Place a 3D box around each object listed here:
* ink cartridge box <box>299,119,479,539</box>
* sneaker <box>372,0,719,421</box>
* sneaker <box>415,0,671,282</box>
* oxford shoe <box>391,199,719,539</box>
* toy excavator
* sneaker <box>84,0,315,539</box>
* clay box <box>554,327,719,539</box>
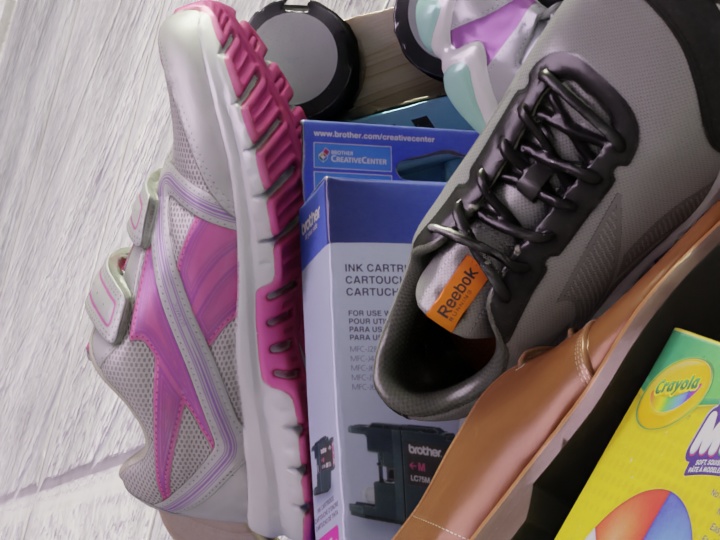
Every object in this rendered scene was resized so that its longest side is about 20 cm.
[{"bbox_3d":[0.042,0.038,1.058,0.042,0.119,0.201,128,141,-63],"label":"ink cartridge box"},{"bbox_3d":[0.062,-0.020,0.948,0.074,0.079,0.201,45,136,21],"label":"sneaker"},{"bbox_3d":[0.108,-0.065,0.995,0.078,0.200,0.140,-28,-8,-41],"label":"sneaker"},{"bbox_3d":[0.075,0.036,0.931,0.200,0.071,0.071,-48,39,-1],"label":"oxford shoe"},{"bbox_3d":[0.000,0.000,1.161,0.100,0.194,0.201,28,-132,-77],"label":"toy excavator"},{"bbox_3d":[-0.061,0.004,1.095,0.081,0.088,0.201,-20,-75,-76],"label":"sneaker"},{"bbox_3d":[0.090,0.095,0.839,0.201,0.047,0.115,-61,19,-4],"label":"clay box"}]
